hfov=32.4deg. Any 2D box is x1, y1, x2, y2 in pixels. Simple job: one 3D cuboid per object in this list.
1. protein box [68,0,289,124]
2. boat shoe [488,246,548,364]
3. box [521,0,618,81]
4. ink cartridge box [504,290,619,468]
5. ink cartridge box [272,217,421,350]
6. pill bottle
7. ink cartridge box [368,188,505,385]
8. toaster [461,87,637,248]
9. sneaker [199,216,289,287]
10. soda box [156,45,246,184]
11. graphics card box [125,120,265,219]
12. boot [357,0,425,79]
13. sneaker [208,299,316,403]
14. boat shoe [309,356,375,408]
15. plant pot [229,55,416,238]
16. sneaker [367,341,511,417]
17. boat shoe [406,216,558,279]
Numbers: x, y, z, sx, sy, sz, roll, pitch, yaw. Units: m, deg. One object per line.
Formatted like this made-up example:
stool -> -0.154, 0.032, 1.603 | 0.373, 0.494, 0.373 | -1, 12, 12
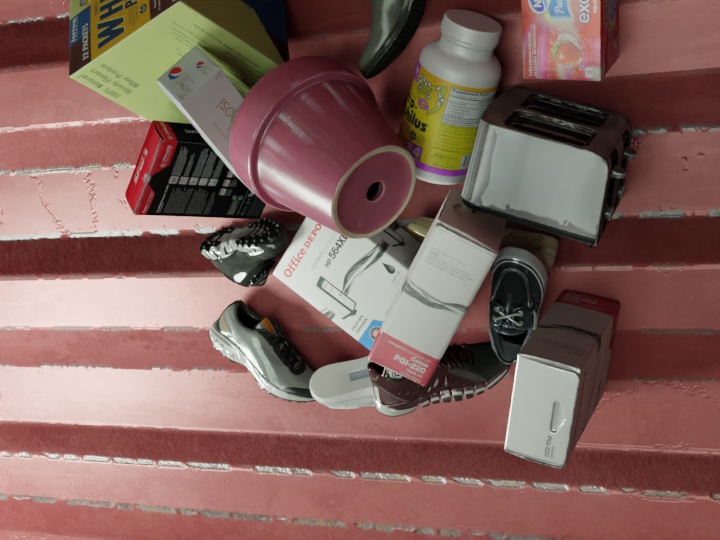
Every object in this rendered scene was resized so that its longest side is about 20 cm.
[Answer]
protein box -> -0.230, -0.302, 1.574 | 0.199, 0.198, 0.136 | -25, 56, 31
boat shoe -> 0.194, 0.050, 1.585 | 0.071, 0.068, 0.200 | 15, 146, 13
box -> 0.242, -0.328, 1.422 | 0.094, 0.103, 0.201 | 5, 116, 23
ink cartridge box -> 0.256, 0.134, 1.565 | 0.084, 0.200, 0.146 | 14, 117, 19
ink cartridge box -> 0.000, 0.000, 1.691 | 0.200, 0.084, 0.146 | 36, 123, 5
pill bottle -> 0.112, -0.215, 1.530 | 0.104, 0.104, 0.201 | 23, 120, 14
ink cartridge box -> 0.097, 0.018, 1.519 | 0.084, 0.146, 0.201 | 25, 114, 1
toaster -> 0.221, -0.128, 1.478 | 0.199, 0.181, 0.119 | 18, 116, 15
sneaker -> -0.147, -0.020, 1.741 | 0.200, 0.066, 0.091 | -6, 124, 54
soda box -> -0.168, -0.185, 1.548 | 0.068, 0.200, 0.064 | -43, 53, -4
graphics card box -> -0.205, -0.133, 1.666 | 0.051, 0.199, 0.126 | 55, 132, 38
boot -> 0.019, -0.353, 1.542 | 0.130, 0.068, 0.201 | 36, 115, 11
sneaker -> -0.130, 0.121, 1.815 | 0.200, 0.074, 0.080 | 36, 117, 6
boat shoe -> 0.030, 0.161, 1.760 | 0.199, 0.069, 0.072 | -16, 63, 7
plant pot -> -0.034, -0.139, 1.521 | 0.179, 0.199, 0.201 | 42, 129, 39
sneaker -> 0.101, 0.119, 1.653 | 0.199, 0.076, 0.116 | -21, 129, 0
boat shoe -> 0.159, -0.042, 1.617 | 0.199, 0.072, 0.065 | 17, 79, 17
